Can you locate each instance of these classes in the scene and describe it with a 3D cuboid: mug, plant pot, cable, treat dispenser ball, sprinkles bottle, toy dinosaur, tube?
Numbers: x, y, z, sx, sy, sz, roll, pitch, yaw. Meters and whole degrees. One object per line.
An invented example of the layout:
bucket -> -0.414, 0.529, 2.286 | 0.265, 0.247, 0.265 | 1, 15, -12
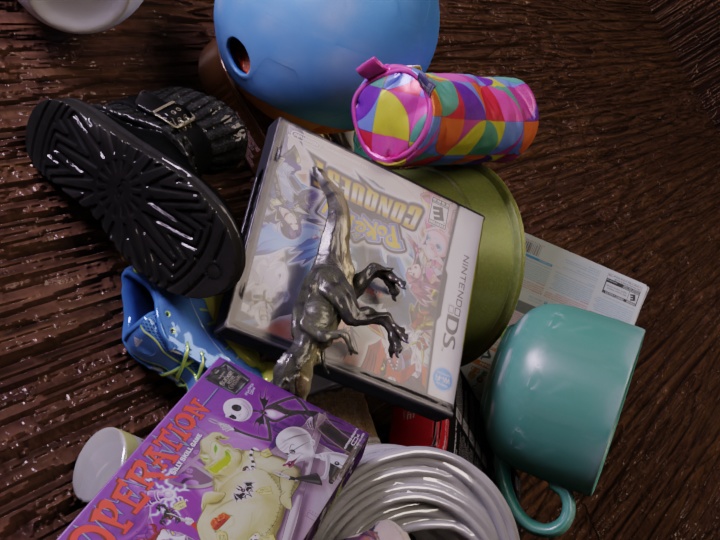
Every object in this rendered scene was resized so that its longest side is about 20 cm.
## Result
mug -> 0.166, 0.117, 0.981 | 0.152, 0.114, 0.185 | 90, 24, -49
plant pot -> 0.009, -0.016, 0.999 | 0.190, 0.200, 0.200 | 7, 58, -40
cable -> 0.024, 0.223, 0.806 | 0.200, 0.069, 0.200 | 33, 79, -21
treat dispenser ball -> -0.030, -0.223, 1.002 | 0.201, 0.201, 0.201 | 37, 38, -35
sprinkles bottle -> -0.008, 0.169, 0.904 | 0.068, 0.068, 0.200 | 9, 58, -54
toy dinosaur -> -0.009, 0.018, 0.820 | 0.088, 0.047, 0.200 | 20, 60, -17
tube -> -0.108, 0.167, 0.781 | 0.200, 0.058, 0.052 | 34, 0, -42

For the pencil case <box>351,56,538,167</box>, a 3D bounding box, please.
pencil case -> 0.076, -0.134, 0.964 | 0.200, 0.088, 0.089 | -5, 69, -55

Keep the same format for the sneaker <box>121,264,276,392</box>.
sneaker -> -0.120, 0.074, 0.827 | 0.105, 0.076, 0.200 | -9, 65, -46

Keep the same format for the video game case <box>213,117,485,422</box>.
video game case -> 0.000, 0.000, 0.872 | 0.200, 0.025, 0.181 | 24, 62, -23

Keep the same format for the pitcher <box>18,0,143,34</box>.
pitcher -> -0.249, -0.285, 0.897 | 0.171, 0.121, 0.200 | 15, 39, -26

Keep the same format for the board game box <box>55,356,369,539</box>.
board game box -> -0.086, 0.141, 0.689 | 0.120, 0.032, 0.200 | 22, 37, 12

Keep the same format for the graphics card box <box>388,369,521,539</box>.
graphics card box -> 0.087, 0.174, 0.989 | 0.200, 0.051, 0.126 | 58, 25, -34

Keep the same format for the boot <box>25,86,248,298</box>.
boot -> -0.131, -0.070, 0.854 | 0.211, 0.079, 0.158 | 42, 26, 17

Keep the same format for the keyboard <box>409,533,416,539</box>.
keyboard -> 0.051, 0.205, 1.013 | 0.127, 0.021, 0.200 | 63, 28, -9

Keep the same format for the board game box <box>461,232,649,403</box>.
board game box -> 0.179, 0.082, 1.111 | 0.147, 0.064, 0.200 | 24, 72, 4

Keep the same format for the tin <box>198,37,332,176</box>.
tin -> -0.083, -0.141, 1.086 | 0.200, 0.042, 0.112 | 59, 34, -1

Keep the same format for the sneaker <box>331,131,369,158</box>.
sneaker -> 0.014, -0.177, 1.252 | 0.200, 0.077, 0.080 | -52, 129, -53

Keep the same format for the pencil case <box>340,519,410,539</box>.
pencil case -> -0.053, 0.228, 0.687 | 0.200, 0.090, 0.078 | -19, 36, -24
